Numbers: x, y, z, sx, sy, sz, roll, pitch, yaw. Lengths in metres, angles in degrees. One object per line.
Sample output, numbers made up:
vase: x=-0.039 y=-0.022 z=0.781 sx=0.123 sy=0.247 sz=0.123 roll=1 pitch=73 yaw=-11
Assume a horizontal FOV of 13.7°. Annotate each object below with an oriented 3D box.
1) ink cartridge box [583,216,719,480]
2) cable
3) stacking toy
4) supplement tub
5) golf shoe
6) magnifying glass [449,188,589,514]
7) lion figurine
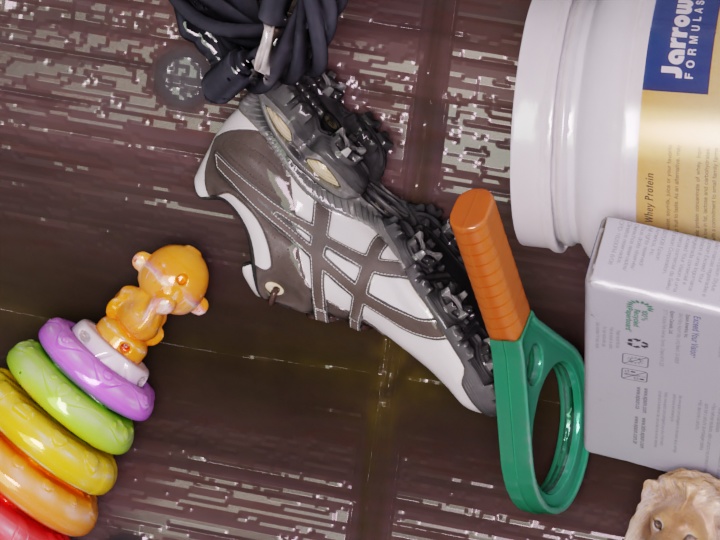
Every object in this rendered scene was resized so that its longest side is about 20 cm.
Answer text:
ink cartridge box: x=0.200 y=0.054 z=1.353 sx=0.199 sy=0.197 sz=0.044 roll=13 pitch=66 yaw=9
cable: x=-0.061 y=-0.182 z=1.395 sx=0.051 sy=0.163 sz=0.201 roll=-7 pitch=83 yaw=-25
stacking toy: x=-0.145 y=0.065 z=1.483 sx=0.116 sy=0.110 sz=0.200 roll=38 pitch=95 yaw=-11
supplement tub: x=0.175 y=-0.063 z=1.355 sx=0.199 sy=0.144 sz=0.145 roll=5 pitch=101 yaw=12
golf shoe: x=0.000 y=0.000 z=1.449 sx=0.094 sy=0.078 sz=0.200 roll=-41 pitch=80 yaw=23
magnifying glass: x=0.075 y=0.038 z=1.390 sx=0.022 sy=0.080 sz=0.200 roll=5 pitch=141 yaw=26
lion figurine: x=0.217 y=0.170 z=1.425 sx=0.199 sy=0.073 sz=0.123 roll=14 pitch=105 yaw=1
